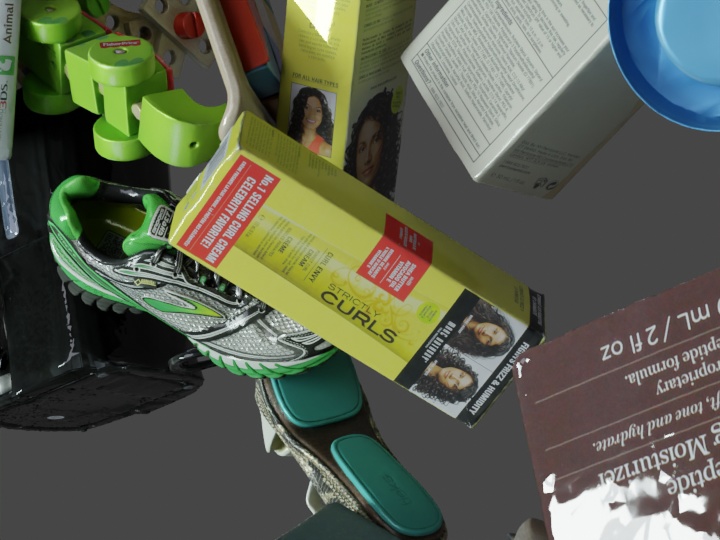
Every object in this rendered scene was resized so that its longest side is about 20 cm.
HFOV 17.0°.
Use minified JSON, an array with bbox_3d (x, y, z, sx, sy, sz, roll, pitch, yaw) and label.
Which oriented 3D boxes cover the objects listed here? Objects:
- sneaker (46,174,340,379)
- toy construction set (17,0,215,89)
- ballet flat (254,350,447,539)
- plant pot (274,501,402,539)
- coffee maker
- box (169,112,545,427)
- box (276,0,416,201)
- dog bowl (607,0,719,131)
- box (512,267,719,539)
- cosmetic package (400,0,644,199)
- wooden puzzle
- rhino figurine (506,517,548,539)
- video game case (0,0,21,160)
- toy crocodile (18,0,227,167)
[{"bbox_3d":[-0.095,0.002,1.385,0.200,0.085,0.078,16,68,15],"label":"sneaker"},{"bbox_3d":[-0.191,-0.153,1.569,0.200,0.131,0.092,-10,31,40],"label":"toy construction set"},{"bbox_3d":[-0.019,0.106,1.404,0.200,0.068,0.075,57,139,31],"label":"ballet flat"},{"bbox_3d":[0.013,0.266,1.249,0.200,0.196,0.196,22,107,16],"label":"plant pot"},{"bbox_3d":[-0.165,-0.014,1.529,0.192,0.135,0.200,-13,73,15],"label":"coffee maker"},{"bbox_3d":[0.000,0.000,1.310,0.075,0.200,0.050,-52,14,22],"label":"box"},{"bbox_3d":[-0.008,-0.114,1.375,0.050,0.075,0.200,16,116,25],"label":"box"},{"bbox_3d":[0.224,-0.132,1.183,0.200,0.050,0.112,-5,105,22],"label":"dog bowl"},{"bbox_3d":[0.199,0.115,1.128,0.166,0.164,0.200,-26,66,37],"label":"box"},{"bbox_3d":[0.124,-0.144,1.307,0.200,0.073,0.104,-46,55,27],"label":"cosmetic package"},{"bbox_3d":[-0.069,-0.147,1.418,0.037,0.185,0.200,-16,73,6],"label":"wooden puzzle"},{"bbox_3d":[0.099,0.169,1.213,0.060,0.200,0.087,-23,93,10],"label":"rhino figurine"},{"bbox_3d":[-0.249,-0.170,1.504,0.200,0.022,0.182,-159,72,-64],"label":"video game case"},{"bbox_3d":[-0.155,-0.120,1.441,0.200,0.062,0.068,33,136,41],"label":"toy crocodile"}]
